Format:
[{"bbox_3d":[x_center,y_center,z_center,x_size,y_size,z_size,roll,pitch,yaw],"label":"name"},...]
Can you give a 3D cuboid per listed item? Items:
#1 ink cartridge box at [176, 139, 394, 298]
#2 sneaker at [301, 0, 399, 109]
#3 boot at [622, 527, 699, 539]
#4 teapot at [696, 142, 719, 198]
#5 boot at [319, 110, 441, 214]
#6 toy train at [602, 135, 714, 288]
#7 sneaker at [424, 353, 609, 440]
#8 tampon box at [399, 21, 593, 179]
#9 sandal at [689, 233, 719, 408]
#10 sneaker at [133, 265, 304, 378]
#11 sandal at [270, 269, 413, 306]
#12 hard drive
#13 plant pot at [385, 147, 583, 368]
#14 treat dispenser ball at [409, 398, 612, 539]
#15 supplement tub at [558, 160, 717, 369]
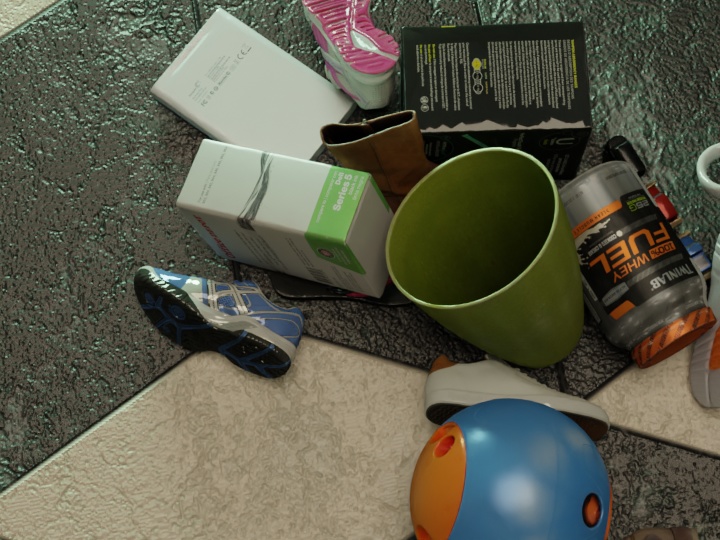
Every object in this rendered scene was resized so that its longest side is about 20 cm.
[{"bbox_3d":[-0.072,-0.055,1.519,0.198,0.146,0.085,14,72,22],"label":"ink cartridge box"},{"bbox_3d":[-0.015,-0.253,1.641,0.080,0.089,0.201,-12,46,-10],"label":"sneaker"},{"bbox_3d":[0.307,0.358,1.448,0.145,0.070,0.202,-16,73,-7],"label":"boot"},{"bbox_3d":[0.490,-0.149,1.575,0.146,0.199,0.199,42,114,49],"label":"teapot"},{"bbox_3d":[0.073,-0.116,1.516,0.186,0.200,0.069,-4,61,16],"label":"boot"},{"bbox_3d":[0.331,-0.066,1.598,0.034,0.046,0.201,-29,74,-9],"label":"toy train"},{"bbox_3d":[0.167,0.126,1.523,0.198,0.073,0.085,11,50,-7],"label":"sneaker"},{"bbox_3d":[0.143,-0.182,1.583,0.198,0.150,0.128,-1,73,0],"label":"tampon box"},{"bbox_3d":[0.409,0.047,1.540,0.059,0.079,0.209,16,83,-32],"label":"sandal"},{"bbox_3d":[-0.152,0.045,1.560,0.199,0.076,0.077,26,51,9],"label":"sneaker"},{"bbox_3d":[0.000,0.000,1.578,0.198,0.045,0.076,-3,70,-1],"label":"sandal"},{"bbox_3d":[-0.122,-0.196,1.654,0.199,0.025,0.132,35,75,11],"label":"hard drive"},{"bbox_3d":[0.151,0.009,1.482,0.185,0.200,0.189,-17,50,22],"label":"plant pot"},{"bbox_3d":[0.147,0.227,1.420,0.198,0.201,0.203,0,71,0],"label":"treat dispenser ball"},{"bbox_3d":[0.285,-0.005,1.539,0.122,0.123,0.201,-28,74,-9],"label":"supplement tub"}]
